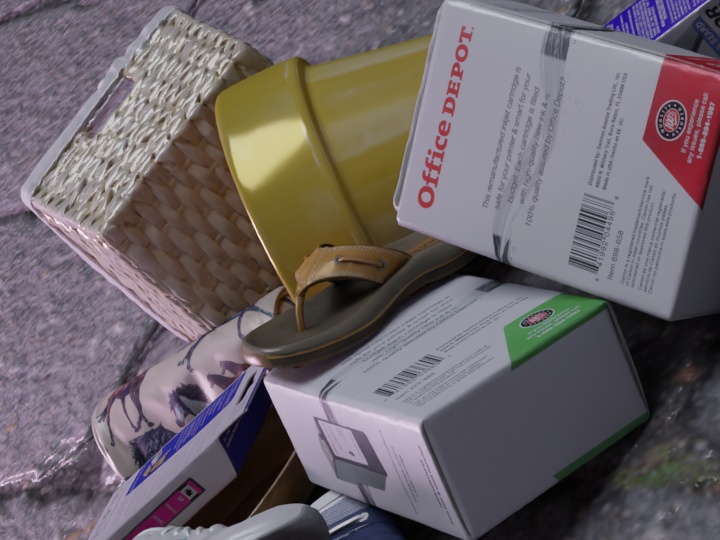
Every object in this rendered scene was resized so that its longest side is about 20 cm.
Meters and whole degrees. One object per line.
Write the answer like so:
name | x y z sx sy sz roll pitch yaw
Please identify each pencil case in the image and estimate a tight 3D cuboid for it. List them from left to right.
pencil case | -0.098 0.088 1.702 0.200 0.090 0.078 -33 2 28

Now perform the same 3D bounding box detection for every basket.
basket | -0.111 -0.062 1.789 0.199 0.200 0.161 -53 29 -8

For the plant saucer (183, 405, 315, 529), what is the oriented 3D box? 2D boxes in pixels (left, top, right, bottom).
plant saucer | -0.085 0.168 1.581 0.200 0.035 0.200 -46 12 12

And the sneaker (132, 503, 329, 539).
sneaker | -0.106 0.183 1.440 0.200 0.070 0.081 -32 45 24

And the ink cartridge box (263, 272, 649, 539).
ink cartridge box | 0.055 0.075 1.430 0.146 0.084 0.200 -32 19 -22

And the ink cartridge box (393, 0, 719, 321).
ink cartridge box | 0.133 -0.070 1.401 0.199 0.084 0.145 20 104 31

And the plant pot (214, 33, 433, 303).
plant pot | 0.027 -0.071 1.620 0.188 0.201 0.201 -26 30 8

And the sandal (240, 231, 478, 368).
sandal | 0.000 0.000 1.485 0.200 0.054 0.080 -33 20 -26

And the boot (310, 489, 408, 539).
boot | -0.050 0.217 1.457 0.200 0.073 0.090 -45 21 4

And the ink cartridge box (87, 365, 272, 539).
ink cartridge box | -0.117 0.135 1.631 0.200 0.037 0.095 -45 11 31

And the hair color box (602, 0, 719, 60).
hair color box | 0.219 -0.129 1.475 0.200 0.109 0.065 -36 30 24
